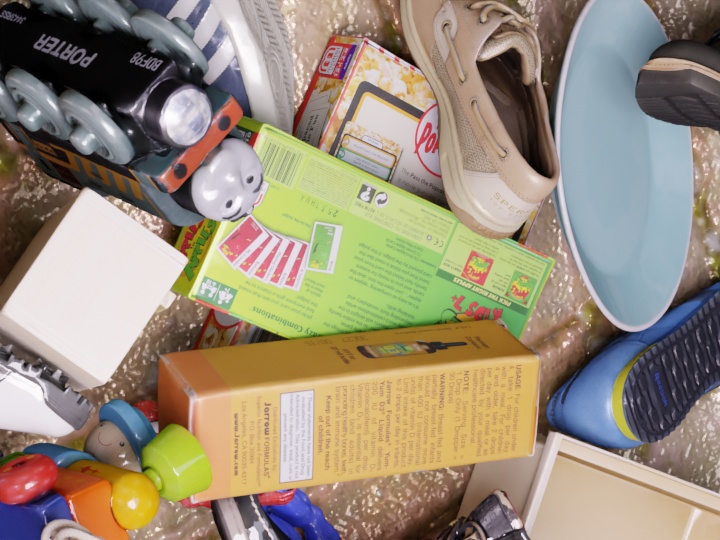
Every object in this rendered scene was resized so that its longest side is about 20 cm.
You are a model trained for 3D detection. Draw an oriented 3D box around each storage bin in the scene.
[{"bbox_3d":[0.140,0.214,1.705,0.198,0.094,0.201,21,86,-27],"label":"storage bin"}]

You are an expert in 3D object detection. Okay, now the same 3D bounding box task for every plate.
[{"bbox_3d":[0.147,-0.065,1.670,0.200,0.025,0.202,8,81,-60],"label":"plate"}]

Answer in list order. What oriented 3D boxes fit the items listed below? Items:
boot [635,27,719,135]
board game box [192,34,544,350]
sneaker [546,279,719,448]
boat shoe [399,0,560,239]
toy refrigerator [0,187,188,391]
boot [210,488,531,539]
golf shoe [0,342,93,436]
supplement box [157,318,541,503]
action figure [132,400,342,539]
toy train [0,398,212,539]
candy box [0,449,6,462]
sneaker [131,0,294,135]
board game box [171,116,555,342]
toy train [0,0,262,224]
[{"bbox_3d":[0.229,-0.151,1.701,0.200,0.077,0.139,14,84,-59],"label":"boot"},{"bbox_3d":[0.013,-0.012,1.641,0.151,0.046,0.201,27,84,-26],"label":"board game box"},{"bbox_3d":[0.189,0.050,1.734,0.200,0.078,0.066,-28,106,-41],"label":"sneaker"},{"bbox_3d":[0.075,-0.117,1.603,0.071,0.064,0.201,9,56,-36],"label":"boat shoe"},{"bbox_3d":[-0.146,0.016,1.473,0.070,0.200,0.076,35,79,-7],"label":"toy refrigerator"},{"bbox_3d":[0.019,0.166,1.562,0.150,0.073,0.201,-31,116,1],"label":"boot"},{"bbox_3d":[-0.236,0.067,1.424,0.199,0.078,0.095,15,82,-4],"label":"golf shoe"},{"bbox_3d":[-0.005,0.073,1.532,0.199,0.067,0.069,-8,112,-18],"label":"supplement box"},{"bbox_3d":[-0.039,0.122,1.604,0.200,0.099,0.066,36,44,-23],"label":"action figure"},{"bbox_3d":[-0.121,0.116,1.429,0.115,0.200,0.085,-28,107,-28],"label":"toy train"},{"bbox_3d":[-0.269,0.131,1.503,0.167,0.071,0.201,-35,110,-19],"label":"candy box"},{"bbox_3d":[-0.096,-0.141,1.568,0.084,0.075,0.201,-11,123,14],"label":"sneaker"},{"bbox_3d":[0.000,0.000,1.579,0.199,0.048,0.102,24,90,-27],"label":"board game box"},{"bbox_3d":[-0.128,-0.083,1.478,0.085,0.200,0.114,-50,128,-15],"label":"toy train"}]
